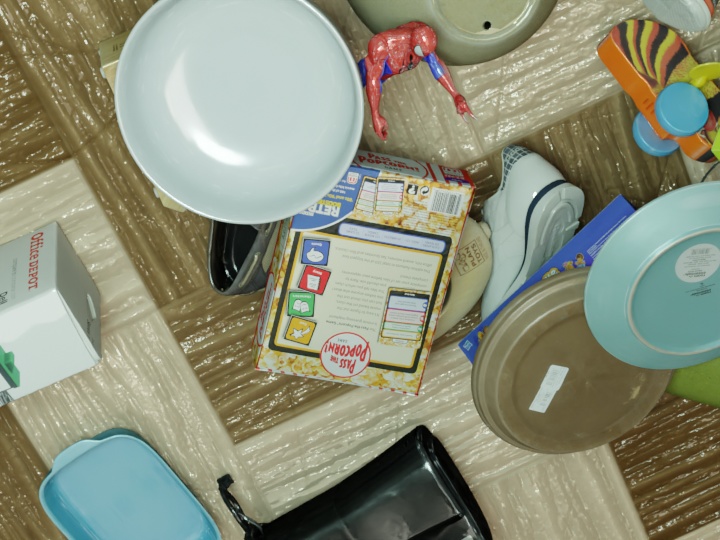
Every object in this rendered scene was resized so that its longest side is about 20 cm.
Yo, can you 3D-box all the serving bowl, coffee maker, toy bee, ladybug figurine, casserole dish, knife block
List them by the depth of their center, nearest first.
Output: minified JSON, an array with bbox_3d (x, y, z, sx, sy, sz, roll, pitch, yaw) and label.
[{"bbox_3d":[-0.091,-0.141,1.314,0.199,0.066,0.201,4,113,8],"label":"serving bowl"},{"bbox_3d":[-0.121,-0.171,1.380,0.175,0.064,0.201,-21,118,0],"label":"knife block"},{"bbox_3d":[0.294,-0.135,1.450,0.108,0.131,0.201,-24,102,-20],"label":"toy bee"},{"bbox_3d":[0.027,0.006,1.492,0.199,0.072,0.136,-25,117,3],"label":"ladybug figurine"},{"bbox_3d":[0.000,0.237,1.569,0.199,0.135,0.192,-34,117,6],"label":"coffee maker"},{"bbox_3d":[-0.219,0.227,1.575,0.121,0.039,0.200,-33,118,6],"label":"casserole dish"}]

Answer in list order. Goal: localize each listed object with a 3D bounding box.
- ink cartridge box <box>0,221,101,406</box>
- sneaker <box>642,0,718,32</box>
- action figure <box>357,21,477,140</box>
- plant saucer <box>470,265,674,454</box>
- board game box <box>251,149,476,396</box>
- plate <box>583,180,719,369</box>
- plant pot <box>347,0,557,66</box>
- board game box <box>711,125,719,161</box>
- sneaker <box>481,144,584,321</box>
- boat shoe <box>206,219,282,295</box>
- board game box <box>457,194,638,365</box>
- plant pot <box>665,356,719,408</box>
[{"bbox_3d":[-0.328,0.055,1.407,0.199,0.146,0.085,-24,117,1],"label":"ink cartridge box"},{"bbox_3d":[0.244,-0.296,1.399,0.200,0.077,0.082,46,74,-27],"label":"sneaker"},{"bbox_3d":[0.020,-0.138,1.339,0.065,0.200,0.099,-24,88,-28],"label":"action figure"},{"bbox_3d":[0.196,0.087,1.470,0.199,0.030,0.201,-8,124,-12],"label":"plant saucer"},{"bbox_3d":[0.000,0.000,1.418,0.150,0.046,0.201,11,111,-12],"label":"board game box"},{"bbox_3d":[0.288,0.013,1.408,0.199,0.026,0.201,-7,128,-9],"label":"plate"},{"bbox_3d":[0.086,-0.249,1.342,0.199,0.135,0.202,-4,117,-8],"label":"plant pot"},{"bbox_3d":[0.373,-0.159,1.418,0.102,0.047,0.201,41,65,-40],"label":"board game box"},{"bbox_3d":[0.143,-0.023,1.507,0.076,0.080,0.201,-24,144,-36],"label":"sneaker"},{"bbox_3d":[-0.093,-0.064,1.419,0.074,0.073,0.201,18,119,26],"label":"boat shoe"},{"bbox_3d":[0.198,0.029,1.514,0.200,0.045,0.134,-43,153,11],"label":"board game box"},{"bbox_3d":[0.378,0.060,1.545,0.199,0.187,0.188,-3,118,10],"label":"plant pot"}]
